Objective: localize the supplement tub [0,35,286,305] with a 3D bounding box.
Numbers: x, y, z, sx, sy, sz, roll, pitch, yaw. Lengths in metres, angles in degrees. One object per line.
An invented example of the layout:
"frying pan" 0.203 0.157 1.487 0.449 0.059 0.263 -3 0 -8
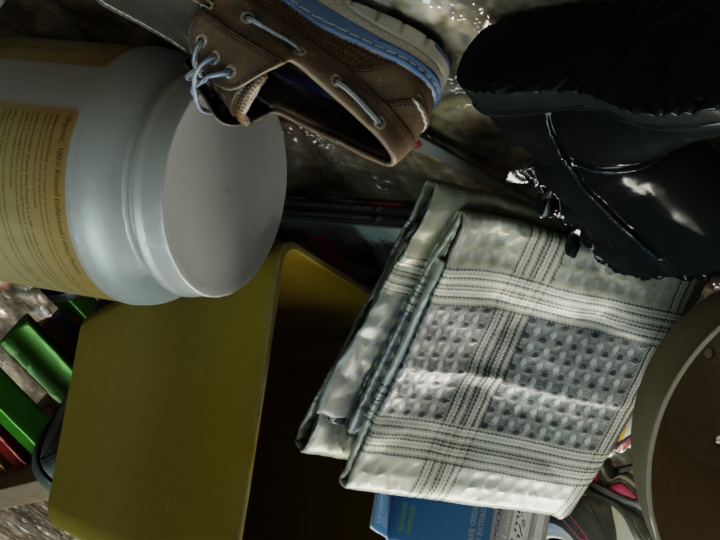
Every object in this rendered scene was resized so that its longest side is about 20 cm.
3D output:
"supplement tub" -0.157 -0.058 0.932 0.198 0.146 0.145 9 152 29

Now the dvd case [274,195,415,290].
"dvd case" 0.000 0.000 1.074 0.198 0.022 0.146 7 151 32

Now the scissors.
"scissors" 0.020 -0.081 0.906 0.198 0.014 0.073 22 153 3

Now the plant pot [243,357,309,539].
"plant pot" -0.047 0.160 1.197 0.199 0.197 0.201 15 160 6

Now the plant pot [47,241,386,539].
"plant pot" -0.082 0.109 1.028 0.175 0.202 0.200 -2 162 30

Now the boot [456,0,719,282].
"boot" 0.153 -0.056 0.785 0.197 0.074 0.162 5 148 46

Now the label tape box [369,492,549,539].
"label tape box" 0.076 0.119 1.056 0.065 0.145 0.200 5 164 20

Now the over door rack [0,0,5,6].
"over door rack" -0.316 -0.175 0.903 0.199 0.067 0.148 -18 138 24

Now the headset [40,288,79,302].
"headset" -0.192 -0.036 1.101 0.199 0.094 0.124 35 160 25

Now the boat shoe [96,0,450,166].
"boat shoe" -0.055 -0.115 0.830 0.198 0.073 0.072 20 155 2

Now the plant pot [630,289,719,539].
"plant pot" 0.234 0.084 0.901 0.199 0.201 0.135 28 -172 -13

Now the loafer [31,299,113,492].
"loafer" -0.159 0.062 1.114 0.071 0.201 0.063 28 149 -9

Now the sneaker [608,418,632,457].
"sneaker" 0.154 0.093 1.054 0.074 0.091 0.200 -3 145 41

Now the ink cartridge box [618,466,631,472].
"ink cartridge box" 0.201 0.200 1.223 0.044 0.095 0.200 30 154 -18

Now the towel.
"towel" 0.082 0.055 0.924 0.198 0.035 0.194 15 118 -25

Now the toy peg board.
"toy peg board" -0.234 0.072 1.220 0.098 0.200 0.199 49 148 -14

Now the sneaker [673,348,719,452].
"sneaker" 0.244 0.127 1.040 0.200 0.100 0.078 38 150 -31

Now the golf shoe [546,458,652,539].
"golf shoe" 0.131 0.165 1.187 0.077 0.088 0.199 45 166 -32
